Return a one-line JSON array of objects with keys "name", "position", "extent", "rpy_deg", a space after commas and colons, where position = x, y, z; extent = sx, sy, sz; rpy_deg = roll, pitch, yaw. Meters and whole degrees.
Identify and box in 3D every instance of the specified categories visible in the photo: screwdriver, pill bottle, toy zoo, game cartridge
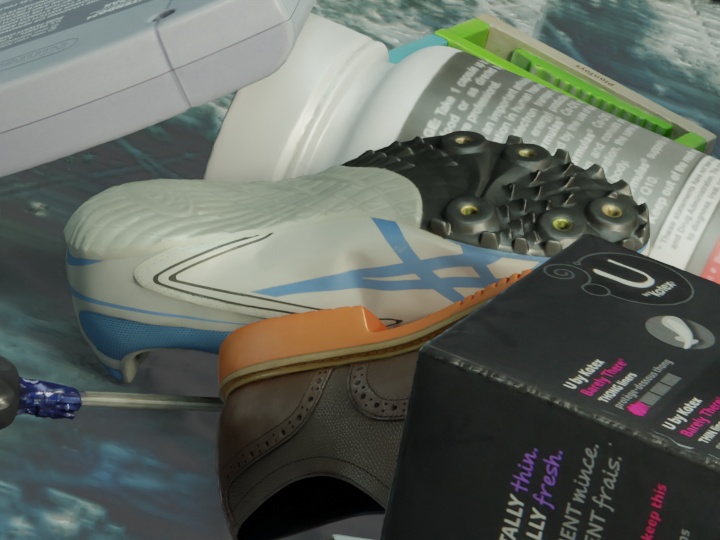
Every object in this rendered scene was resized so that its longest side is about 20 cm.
[{"name": "screwdriver", "position": [-0.078, 0.047, 0.898], "extent": [0.200, 0.028, 0.029], "rpy_deg": [9, 58, -26]}, {"name": "pill bottle", "position": [0.050, -0.013, 0.984], "extent": [0.200, 0.114, 0.114], "rpy_deg": [25, 28, 11]}, {"name": "toy zoo", "position": [0.055, -0.057, 1.171], "extent": [0.131, 0.020, 0.200], "rpy_deg": [30, 29, 21]}, {"name": "game cartridge", "position": [-0.108, -0.077, 0.980], "extent": [0.200, 0.041, 0.133], "rpy_deg": [-17, 18, 17]}]

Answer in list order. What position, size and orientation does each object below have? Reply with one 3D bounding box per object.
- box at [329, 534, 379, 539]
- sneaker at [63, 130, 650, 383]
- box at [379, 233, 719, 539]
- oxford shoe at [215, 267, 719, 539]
[{"name": "box", "position": [0.077, 0.157, 0.764], "extent": [0.156, 0.041, 0.200], "rpy_deg": [9, 28, -19]}, {"name": "sneaker", "position": [0.000, 0.000, 0.911], "extent": [0.200, 0.073, 0.072], "rpy_deg": [-4, 31, 14]}, {"name": "box", "position": [0.113, 0.089, 0.715], "extent": [0.200, 0.122, 0.106], "rpy_deg": [23, 27, 21]}, {"name": "oxford shoe", "position": [0.044, 0.047, 0.834], "extent": [0.071, 0.200, 0.073], "rpy_deg": [34, 53, -48]}]
